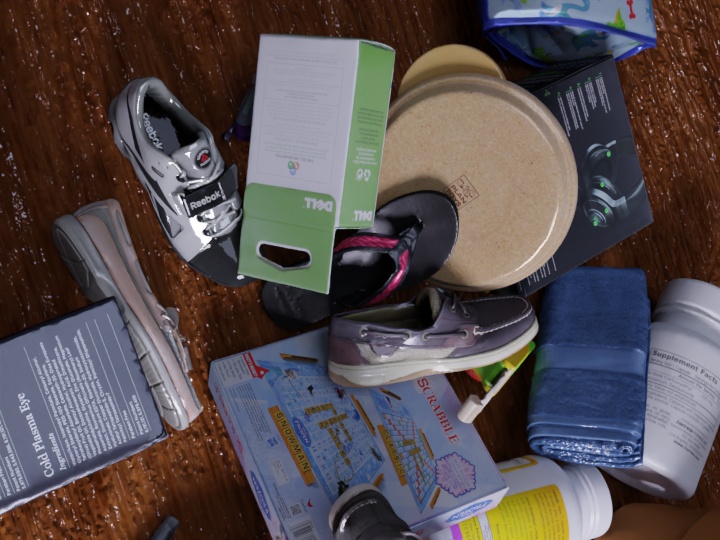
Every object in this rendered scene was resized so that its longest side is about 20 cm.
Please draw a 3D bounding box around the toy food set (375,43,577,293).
[{"bbox_3d":[0.089,-0.075,0.847,0.199,0.199,0.049,37,26,-2],"label":"toy food set"}]

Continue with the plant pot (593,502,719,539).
[{"bbox_3d":[0.304,0.310,0.924,0.197,0.139,0.205,-7,102,-38],"label":"plant pot"}]

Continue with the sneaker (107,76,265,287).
[{"bbox_3d":[-0.143,-0.074,0.831,0.074,0.088,0.202,-40,100,-24],"label":"sneaker"}]

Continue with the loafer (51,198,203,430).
[{"bbox_3d":[-0.180,0.033,0.811,0.062,0.072,0.202,-33,94,-31],"label":"loafer"}]

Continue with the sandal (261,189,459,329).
[{"bbox_3d":[0.000,0.000,0.843,0.197,0.045,0.076,-28,102,16],"label":"sandal"}]

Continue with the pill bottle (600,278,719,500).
[{"bbox_3d":[0.316,0.117,0.990,0.113,0.114,0.202,34,71,-16],"label":"pill bottle"}]

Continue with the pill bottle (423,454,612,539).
[{"bbox_3d":[0.133,0.232,0.899,0.196,0.104,0.107,-8,86,-24],"label":"pill bottle"}]

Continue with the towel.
[{"bbox_3d":[0.223,0.090,0.945,0.109,0.049,0.203,4,56,16],"label":"towel"}]

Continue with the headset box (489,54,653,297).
[{"bbox_3d":[0.180,-0.097,0.953,0.198,0.092,0.177,-28,108,-24],"label":"headset box"}]

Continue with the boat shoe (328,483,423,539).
[{"bbox_3d":[0.038,0.240,0.750,0.066,0.057,0.201,-38,129,-3],"label":"boat shoe"}]

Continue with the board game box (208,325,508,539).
[{"bbox_3d":[-0.005,0.141,0.834,0.196,0.041,0.202,-15,58,-24],"label":"board game box"}]

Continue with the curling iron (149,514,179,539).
[{"bbox_3d":[-0.202,0.293,0.789,0.050,0.025,0.203,42,62,-36],"label":"curling iron"}]

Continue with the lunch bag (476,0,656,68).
[{"bbox_3d":[0.191,-0.304,0.984,0.197,0.127,0.174,3,77,-35],"label":"lunch bag"}]

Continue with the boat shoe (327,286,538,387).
[{"bbox_3d":[0.064,0.047,0.838,0.196,0.072,0.066,-12,113,-14],"label":"boat shoe"}]

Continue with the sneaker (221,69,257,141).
[{"bbox_3d":[-0.030,-0.102,0.905,0.198,0.074,0.088,34,90,-9],"label":"sneaker"}]

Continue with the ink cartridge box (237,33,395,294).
[{"bbox_3d":[-0.039,-0.091,0.817,0.059,0.102,0.205,-4,103,-57],"label":"ink cartridge box"}]

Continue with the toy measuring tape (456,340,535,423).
[{"bbox_3d":[0.110,0.078,0.897,0.199,0.073,0.075,-29,96,-62],"label":"toy measuring tape"}]

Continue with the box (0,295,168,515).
[{"bbox_3d":[-0.255,0.105,0.693,0.180,0.199,0.106,-24,94,-25],"label":"box"}]
